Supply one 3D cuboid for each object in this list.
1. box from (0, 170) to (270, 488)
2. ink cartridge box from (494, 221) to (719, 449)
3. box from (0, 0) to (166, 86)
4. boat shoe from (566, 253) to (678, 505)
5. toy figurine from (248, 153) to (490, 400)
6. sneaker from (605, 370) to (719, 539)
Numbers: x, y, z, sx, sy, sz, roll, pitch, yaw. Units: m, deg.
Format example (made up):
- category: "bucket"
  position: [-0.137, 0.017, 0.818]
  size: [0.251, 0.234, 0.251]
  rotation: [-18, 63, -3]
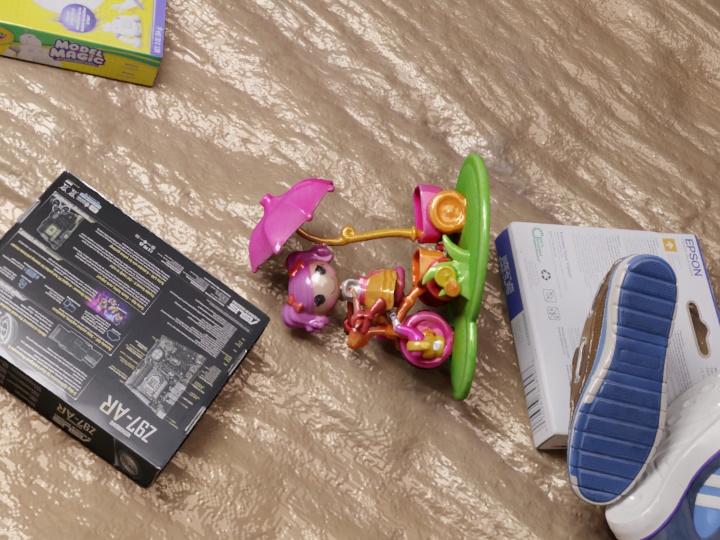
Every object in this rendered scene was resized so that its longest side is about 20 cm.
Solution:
- category: "box"
  position: [-0.191, 0.041, 1.031]
  size: [0.199, 0.044, 0.161]
  rotation: [35, 54, -1]
- category: "ink cartridge box"
  position: [0.226, 0.057, 1.202]
  size: [0.199, 0.043, 0.198]
  rotation: [4, 62, -24]
- category: "box"
  position: [-0.264, -0.232, 1.157]
  size: [0.199, 0.048, 0.118]
  rotation: [8, 58, -17]
- category: "boat shoe"
  position: [0.205, 0.088, 1.103]
  size: [0.072, 0.072, 0.201]
  rotation: [18, 84, -11]
- category: "toy figurine"
  position: [0.000, 0.000, 1.110]
  size: [0.183, 0.150, 0.202]
  rotation: [3, 84, -6]
- category: "sneaker"
  position: [0.292, 0.192, 1.120]
  size: [0.200, 0.080, 0.147]
  rotation: [-45, 108, -28]
